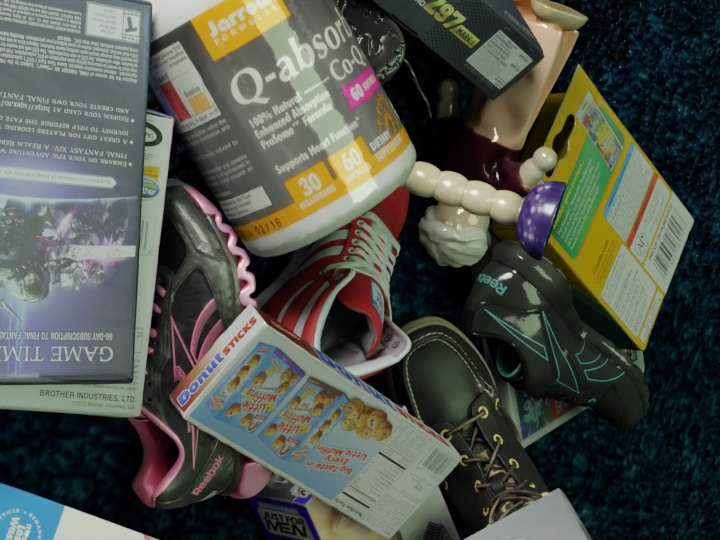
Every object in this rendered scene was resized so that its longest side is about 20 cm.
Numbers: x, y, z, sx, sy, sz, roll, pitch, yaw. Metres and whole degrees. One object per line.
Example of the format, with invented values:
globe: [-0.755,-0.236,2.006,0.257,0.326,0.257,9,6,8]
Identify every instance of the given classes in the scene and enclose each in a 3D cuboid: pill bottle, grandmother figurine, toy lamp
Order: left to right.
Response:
pill bottle: [-0.061,-0.119,0.873,0.116,0.116,0.201,-40,106,-37]
toy lamp: [0.026,-0.060,0.967,0.058,0.198,0.059,18,90,-82]
grandmother figurine: [0.094,-0.092,1.074,0.060,0.121,0.201,9,112,-32]

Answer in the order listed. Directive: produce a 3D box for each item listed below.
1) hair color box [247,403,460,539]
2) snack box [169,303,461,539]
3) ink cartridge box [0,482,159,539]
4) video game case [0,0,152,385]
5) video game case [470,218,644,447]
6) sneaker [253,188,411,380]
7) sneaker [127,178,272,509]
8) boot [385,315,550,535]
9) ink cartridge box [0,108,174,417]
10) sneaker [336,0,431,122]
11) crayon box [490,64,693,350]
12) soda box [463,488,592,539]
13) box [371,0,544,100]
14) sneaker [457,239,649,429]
hair color box: [0.012,0.200,1.044,0.109,0.064,0.201,-41,118,-36]
snack box: [-0.021,0.095,0.916,0.072,0.024,0.200,-47,132,5]
ink cartridge box: [-0.130,0.202,0.837,0.199,0.067,0.117,23,74,-17]
video game case: [-0.170,-0.044,0.769,0.142,0.019,0.202,3,90,-44]
video game case: [0.155,0.016,1.214,0.182,0.023,0.202,-24,109,-43]
sneaker: [0.000,0.000,0.983,0.071,0.112,0.201,48,58,-25]
sneaker: [-0.112,0.049,0.909,0.095,0.079,0.202,-16,102,-33]
boot: [0.090,0.138,1.056,0.073,0.151,0.201,-25,119,-6]
ink cartridge box: [-0.178,-0.027,0.826,0.136,0.076,0.202,9,87,-45]
sneaker: [-0.034,-0.157,0.977,0.199,0.104,0.060,39,82,-1]
crayon box: [0.173,-0.045,1.175,0.200,0.051,0.126,45,61,-39]
soda box: [0.059,0.220,0.963,0.199,0.068,0.064,-29,113,3]
box: [0.021,-0.216,0.981,0.200,0.051,0.158,34,24,-42]
sneaker: [0.141,0.064,1.147,0.200,0.075,0.079,46,74,-31]
